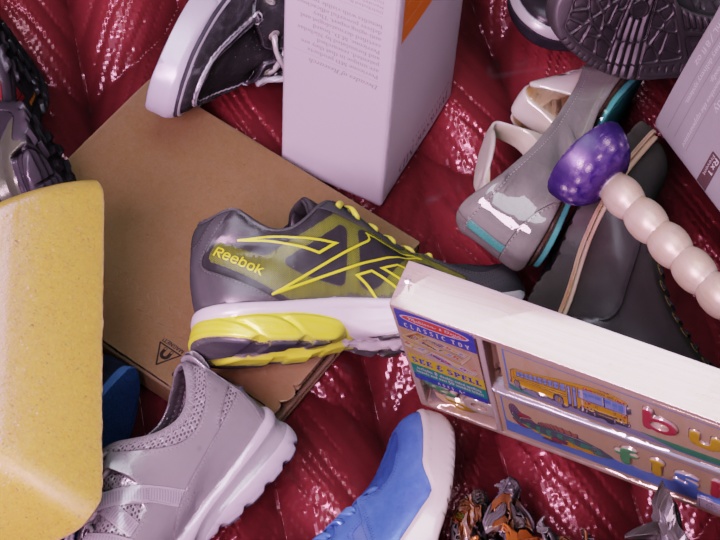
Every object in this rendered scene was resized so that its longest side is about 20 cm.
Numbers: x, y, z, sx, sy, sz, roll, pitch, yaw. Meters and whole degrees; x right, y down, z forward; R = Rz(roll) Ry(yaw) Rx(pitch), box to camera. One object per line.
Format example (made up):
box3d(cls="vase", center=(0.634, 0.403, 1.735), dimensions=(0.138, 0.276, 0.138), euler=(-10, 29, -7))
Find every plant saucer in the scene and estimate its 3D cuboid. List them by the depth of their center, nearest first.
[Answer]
box3d(cls="plant saucer", center=(-0.216, 0.061, 0.962), dimensions=(0.199, 0.048, 0.202), euler=(-25, 49, 25))

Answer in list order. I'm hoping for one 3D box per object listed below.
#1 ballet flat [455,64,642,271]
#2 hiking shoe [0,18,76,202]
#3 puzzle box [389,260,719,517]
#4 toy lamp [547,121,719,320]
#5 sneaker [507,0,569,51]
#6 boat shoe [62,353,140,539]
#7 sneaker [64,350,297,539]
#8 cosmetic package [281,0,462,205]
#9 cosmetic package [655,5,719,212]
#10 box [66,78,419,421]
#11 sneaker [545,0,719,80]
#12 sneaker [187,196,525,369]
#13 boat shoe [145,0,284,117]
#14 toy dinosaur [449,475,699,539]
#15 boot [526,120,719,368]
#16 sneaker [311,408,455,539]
box3d(cls="ballet flat", center=(0.108, -0.077, 1.109), dimensions=(0.063, 0.068, 0.200), euler=(30, 43, 4))
box3d(cls="hiking shoe", center=(-0.230, -0.083, 1.110), dimensions=(0.100, 0.076, 0.201), euler=(-29, 42, 4))
box3d(cls="puzzle box", center=(0.114, 0.064, 0.928), dimensions=(0.198, 0.133, 0.026), euler=(20, 69, 17))
box3d(cls="toy lamp", center=(0.178, 0.008, 0.984), dimensions=(0.058, 0.058, 0.200), euler=(-32, 66, -23))
box3d(cls="sneaker", center=(0.176, -0.209, 1.217), dimensions=(0.199, 0.083, 0.072), euler=(-28, 61, -20))
box3d(cls="boat shoe", center=(-0.183, 0.117, 0.976), dimensions=(0.068, 0.085, 0.201), euler=(19, 55, 21))
box3d(cls="sneaker", center=(-0.122, 0.125, 0.963), dimensions=(0.082, 0.075, 0.200), euler=(48, 57, -9))
box3d(cls="cosmetic package", center=(0.008, -0.142, 1.091), dimensions=(0.071, 0.201, 0.102), euler=(24, 58, 13))
box3d(cls="cosmetic package", center=(0.252, -0.054, 1.040), dimensions=(0.089, 0.107, 0.201), euler=(8, 34, -29))
box3d(cls="box", center=(-0.091, -0.008, 1.102), dimensions=(0.199, 0.021, 0.164), euler=(31, 60, 18))
box3d(cls="sneaker", center=(0.184, -0.152, 1.146), dimensions=(0.198, 0.061, 0.104), euler=(6, 25, -22))
box3d(cls="sneaker", center=(0.000, 0.000, 1.036), dimensions=(0.198, 0.074, 0.086), euler=(-4, 77, -30))
box3d(cls="boat shoe", center=(-0.057, -0.146, 1.166), dimensions=(0.068, 0.074, 0.200), euler=(29, 41, 8))
box3d(cls="toy dinosaur", center=(0.119, 0.183, 0.956), dimensions=(0.135, 0.102, 0.201), euler=(-32, 75, 4))
box3d(cls="boot", center=(0.163, 0.026, 1.073), dimensions=(0.137, 0.078, 0.201), euler=(28, 63, 4))
box3d(cls="sneaker", center=(-0.024, 0.145, 0.966), dimensions=(0.110, 0.077, 0.201), euler=(19, 63, -2))
